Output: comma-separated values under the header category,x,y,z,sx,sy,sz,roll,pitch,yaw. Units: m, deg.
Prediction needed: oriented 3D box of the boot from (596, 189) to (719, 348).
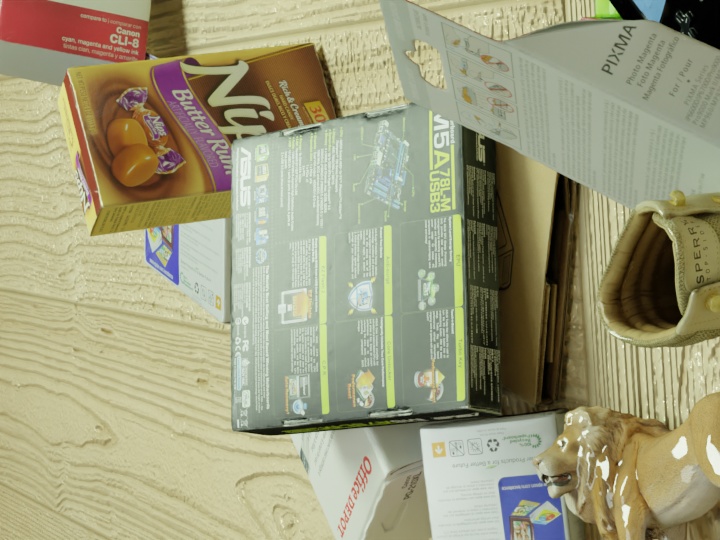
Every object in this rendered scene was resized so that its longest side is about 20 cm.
category,x,y,z,sx,sy,sz,roll,pitch,yaw
boot,0.207,-0.021,0.871,0.200,0.154,0.074,-40,60,60

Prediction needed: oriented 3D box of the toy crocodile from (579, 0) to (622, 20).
category,x,y,z,sx,sy,sz,roll,pitch,yaw
toy crocodile,0.159,-0.116,1.059,0.200,0.061,0.068,18,112,62

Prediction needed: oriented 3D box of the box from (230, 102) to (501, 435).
category,x,y,z,sx,sy,sz,roll,pitch,yaw
box,0.000,0.000,1.270,0.192,0.047,0.202,-9,77,33

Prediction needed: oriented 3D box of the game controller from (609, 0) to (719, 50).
category,x,y,z,sx,sy,sz,roll,pitch,yaw
game controller,0.132,-0.181,0.983,0.201,0.042,0.105,58,168,27

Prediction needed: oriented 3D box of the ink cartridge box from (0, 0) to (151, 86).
category,x,y,z,sx,sy,sz,roll,pitch,yaw
ink cartridge box,-0.272,-0.281,1.783,0.145,0.143,0.202,-9,74,64

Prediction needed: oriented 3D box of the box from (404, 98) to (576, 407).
category,x,y,z,sx,sy,sz,roll,pitch,yaw
box,0.078,-0.021,1.295,0.200,0.021,0.165,-146,55,-59

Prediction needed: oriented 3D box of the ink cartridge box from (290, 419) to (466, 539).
category,x,y,z,sx,sy,sz,roll,pitch,yaw
ink cartridge box,0.001,0.081,1.374,0.145,0.084,0.201,108,142,-55

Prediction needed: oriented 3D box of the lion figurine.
category,x,y,z,sx,sy,sz,roll,pitch,yaw
lion figurine,0.179,0.110,1.079,0.200,0.072,0.124,-33,52,47

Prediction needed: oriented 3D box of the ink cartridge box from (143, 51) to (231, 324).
category,x,y,z,sx,sy,sz,roll,pitch,yaw
ink cartridge box,-0.139,-0.077,1.708,0.198,0.043,0.202,-148,55,-59

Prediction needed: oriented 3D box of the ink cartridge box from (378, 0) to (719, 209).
category,x,y,z,sx,sy,sz,roll,pitch,yaw
ink cartridge box,0.112,-0.087,0.978,0.199,0.057,0.163,31,170,13

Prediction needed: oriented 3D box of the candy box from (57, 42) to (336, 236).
category,x,y,z,sx,sy,sz,roll,pitch,yaw
candy box,-0.117,-0.100,1.478,0.057,0.198,0.118,126,131,-59

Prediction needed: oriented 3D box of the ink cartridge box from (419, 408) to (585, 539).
category,x,y,z,sx,sy,sz,roll,pitch,yaw
ink cartridge box,0.096,0.192,1.237,0.094,0.037,0.202,-8,86,25
